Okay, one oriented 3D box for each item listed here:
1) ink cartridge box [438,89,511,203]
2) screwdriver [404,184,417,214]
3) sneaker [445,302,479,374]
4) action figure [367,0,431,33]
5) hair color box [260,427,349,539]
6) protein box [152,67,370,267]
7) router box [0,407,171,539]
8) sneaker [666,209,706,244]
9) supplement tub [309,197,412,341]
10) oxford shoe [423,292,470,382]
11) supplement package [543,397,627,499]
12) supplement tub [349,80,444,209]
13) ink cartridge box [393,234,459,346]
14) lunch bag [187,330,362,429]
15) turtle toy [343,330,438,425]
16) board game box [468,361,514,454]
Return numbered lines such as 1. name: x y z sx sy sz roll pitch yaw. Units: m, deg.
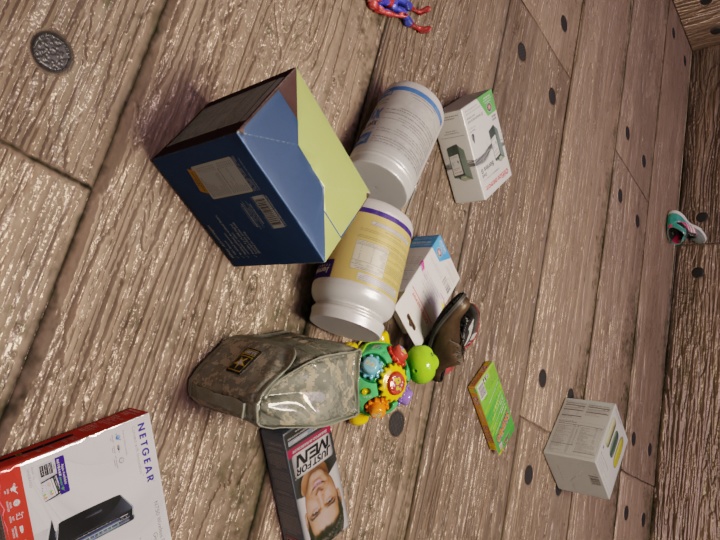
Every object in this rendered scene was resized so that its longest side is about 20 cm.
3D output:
1. ink cartridge box: 0.248 -0.271 1.327 0.145 0.083 0.205 -39 117 -41
2. screwdriver: 0.069 -0.060 1.106 0.029 0.028 0.205 7 109 -55
3. sneaker: 0.198 0.125 1.249 0.200 0.070 0.100 -46 153 -38
4. action figure: 0.069 -0.517 1.166 0.197 0.051 0.068 1 92 -46
5. hair color box: -0.085 0.328 0.953 0.098 0.060 0.206 -21 104 -46
6. protein box: -0.131 -0.125 0.813 0.200 0.196 0.136 56 52 -30
7. router box: -0.319 0.289 0.702 0.177 0.048 0.206 -16 100 -47
8. sneaker: 1.361 -0.149 2.535 0.198 0.084 0.122 36 64 -5
9. supplement tub: 0.000 0.000 0.997 0.144 0.143 0.205 33 65 -42
10. oxford shoe: 0.168 0.127 1.125 0.073 0.083 0.203 -42 157 -50
11. supplement package: 0.627 0.488 1.675 0.201 0.148 0.154 -50 123 -36
12. supplement tub: 0.063 -0.225 1.085 0.132 0.130 0.203 48 55 -35
13. ink cartridge box: 0.109 0.041 1.173 0.201 0.067 0.117 -54 127 -35
14. lunch bag: -0.120 0.153 0.843 0.197 0.161 0.122 -3 97 -48
15. turtle toy: 0.051 0.184 1.065 0.196 0.100 0.150 -17 101 -37
16. board game box: 0.311 0.325 1.420 0.095 0.029 0.204 -41 115 -40
